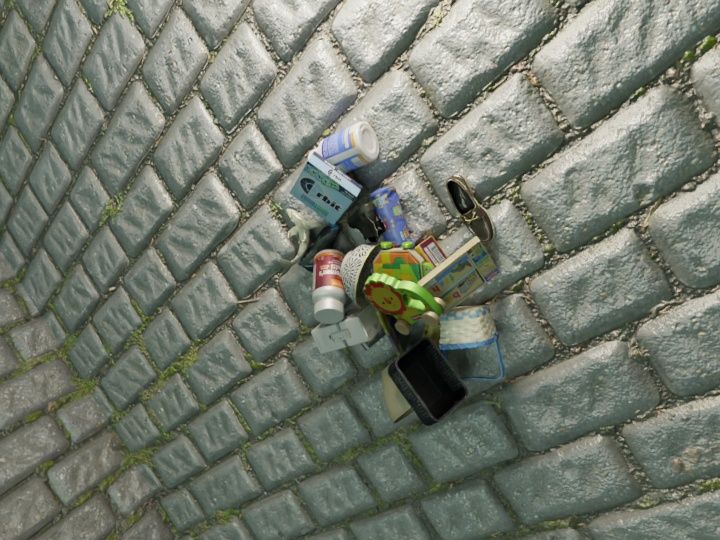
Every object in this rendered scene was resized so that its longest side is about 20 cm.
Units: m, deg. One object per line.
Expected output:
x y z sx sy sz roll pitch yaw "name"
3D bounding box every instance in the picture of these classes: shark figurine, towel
-0.193 -0.083 1.765 0.124 0.220 0.090 7 157 -1 "shark figurine"
0.094 0.165 1.632 0.022 0.144 0.204 -23 105 14 "towel"

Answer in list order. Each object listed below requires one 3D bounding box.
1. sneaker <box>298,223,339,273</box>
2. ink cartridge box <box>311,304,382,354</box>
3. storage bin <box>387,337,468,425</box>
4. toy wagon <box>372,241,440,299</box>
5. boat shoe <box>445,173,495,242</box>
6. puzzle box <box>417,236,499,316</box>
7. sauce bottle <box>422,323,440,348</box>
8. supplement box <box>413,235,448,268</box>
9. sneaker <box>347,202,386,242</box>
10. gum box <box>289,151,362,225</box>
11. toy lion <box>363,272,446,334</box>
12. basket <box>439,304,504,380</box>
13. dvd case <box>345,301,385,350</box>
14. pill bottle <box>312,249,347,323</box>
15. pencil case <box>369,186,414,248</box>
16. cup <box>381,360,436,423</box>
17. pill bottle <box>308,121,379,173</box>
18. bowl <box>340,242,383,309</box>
-0.116 -0.069 1.752 0.081 0.074 0.200 36 127 -13 "sneaker"
-0.032 0.172 1.708 0.197 0.146 0.084 -20 100 35 "ink cartridge box"
0.184 0.307 1.525 0.202 0.134 0.094 53 157 10 "storage bin"
0.126 0.002 1.504 0.195 0.039 0.160 1 107 33 "toy wagon"
0.288 -0.159 1.456 0.071 0.059 0.203 -28 92 35 "boat shoe"
0.262 0.019 1.466 0.199 0.026 0.133 -39 124 7 "puzzle box"
0.221 0.150 1.613 0.063 0.064 0.205 19 115 24 "sauce bottle"
0.156 0.017 1.578 0.199 0.103 0.132 -41 85 36 "supplement box"
0.018 -0.123 1.583 0.107 0.059 0.200 70 160 7 "sneaker"
-0.104 -0.234 1.603 0.168 0.045 0.200 35 151 -9 "gum box"
0.104 0.077 1.473 0.192 0.069 0.199 45 147 -15 "toy lion"
0.305 0.202 1.524 0.173 0.138 0.207 -6 88 35 "basket"
0.033 0.147 1.758 0.150 0.016 0.200 51 126 6 "dvd case"
-0.092 0.048 1.663 0.106 0.205 0.111 -1 147 0 "pill bottle"
0.095 -0.140 1.574 0.077 0.085 0.205 -10 102 59 "pencil case"
0.142 0.345 1.670 0.145 0.198 0.201 55 127 20 "cup"
-0.053 -0.337 1.573 0.196 0.112 0.115 -14 101 35 "pill bottle"
0.000 0.000 1.610 0.092 0.200 0.206 21 118 23 "bowl"
